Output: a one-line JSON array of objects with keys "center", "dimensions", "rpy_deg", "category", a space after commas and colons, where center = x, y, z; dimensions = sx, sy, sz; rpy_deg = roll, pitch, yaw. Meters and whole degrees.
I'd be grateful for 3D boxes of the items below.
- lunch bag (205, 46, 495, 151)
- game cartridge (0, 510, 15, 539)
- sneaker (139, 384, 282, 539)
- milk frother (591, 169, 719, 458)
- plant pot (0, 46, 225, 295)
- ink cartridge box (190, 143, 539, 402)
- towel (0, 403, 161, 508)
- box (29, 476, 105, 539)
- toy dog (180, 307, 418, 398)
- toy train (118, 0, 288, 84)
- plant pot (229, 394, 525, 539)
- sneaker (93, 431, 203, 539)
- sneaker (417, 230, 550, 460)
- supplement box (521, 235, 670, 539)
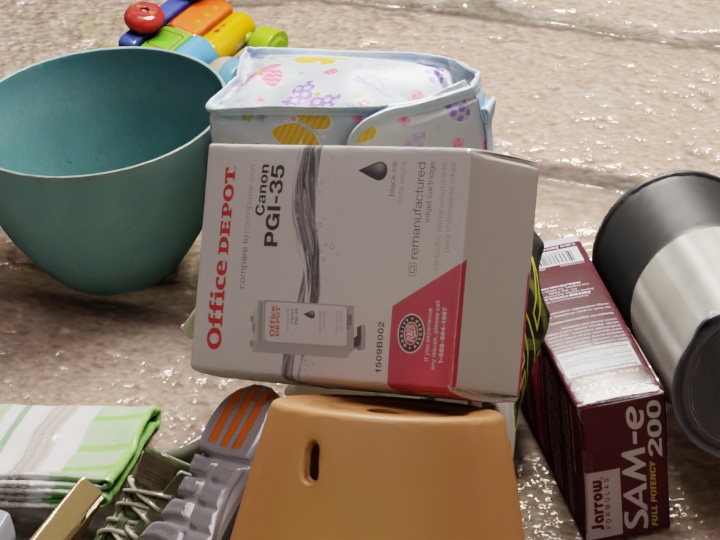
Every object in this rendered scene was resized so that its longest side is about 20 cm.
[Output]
[{"center": [0.001, -0.066, 1.977], "dimensions": [0.199, 0.170, 0.127], "rpy_deg": [3, 31, 15], "category": "lunch bag"}, {"center": [-0.323, 0.186, 1.709], "dimensions": [0.199, 0.041, 0.133], "rpy_deg": [2, 36, 15], "category": "game cartridge"}, {"center": [-0.073, 0.180, 1.685], "dimensions": [0.077, 0.112, 0.201], "rpy_deg": [19, 73, 52], "category": "sneaker"}, {"center": [0.274, 0.003, 1.749], "dimensions": [0.180, 0.201, 0.188], "rpy_deg": [23, 19, -23], "category": "milk frother"}, {"center": [-0.189, -0.062, 2.043], "dimensions": [0.199, 0.135, 0.200], "rpy_deg": [-5, 32, 3], "category": "plant pot"}, {"center": [0.000, 0.000, 1.654], "dimensions": [0.199, 0.148, 0.083], "rpy_deg": [3, -3, 35], "category": "ink cartridge box"}, {"center": [-0.247, 0.117, 1.840], "dimensions": [0.199, 0.031, 0.149], "rpy_deg": [0, 21, 10], "category": "towel"}, {"center": [-0.229, 0.227, 1.574], "dimensions": [0.021, 0.164, 0.200], "rpy_deg": [36, 41, 2], "category": "box"}, {"center": [0.013, 0.038, 1.811], "dimensions": [0.194, 0.200, 0.140], "rpy_deg": [-50, -2, 2], "category": "toy dog"}, {"center": [-0.109, -0.205, 2.320], "dimensions": [0.115, 0.085, 0.200], "rpy_deg": [22, 40, 22], "category": "toy train"}, {"center": [0.012, 0.148, 1.580], "dimensions": [0.199, 0.141, 0.200], "rpy_deg": [4, 3, 0], "category": "plant pot"}, {"center": [-0.133, 0.152, 1.725], "dimensions": [0.200, 0.090, 0.067], "rpy_deg": [-31, 39, -33], "category": "sneaker"}, {"center": [0.086, 0.058, 1.711], "dimensions": [0.074, 0.201, 0.084], "rpy_deg": [14, 20, 40], "category": "sneaker"}, {"center": [0.144, 0.074, 1.779], "dimensions": [0.061, 0.109, 0.200], "rpy_deg": [-11, 32, -7], "category": "supplement box"}]
